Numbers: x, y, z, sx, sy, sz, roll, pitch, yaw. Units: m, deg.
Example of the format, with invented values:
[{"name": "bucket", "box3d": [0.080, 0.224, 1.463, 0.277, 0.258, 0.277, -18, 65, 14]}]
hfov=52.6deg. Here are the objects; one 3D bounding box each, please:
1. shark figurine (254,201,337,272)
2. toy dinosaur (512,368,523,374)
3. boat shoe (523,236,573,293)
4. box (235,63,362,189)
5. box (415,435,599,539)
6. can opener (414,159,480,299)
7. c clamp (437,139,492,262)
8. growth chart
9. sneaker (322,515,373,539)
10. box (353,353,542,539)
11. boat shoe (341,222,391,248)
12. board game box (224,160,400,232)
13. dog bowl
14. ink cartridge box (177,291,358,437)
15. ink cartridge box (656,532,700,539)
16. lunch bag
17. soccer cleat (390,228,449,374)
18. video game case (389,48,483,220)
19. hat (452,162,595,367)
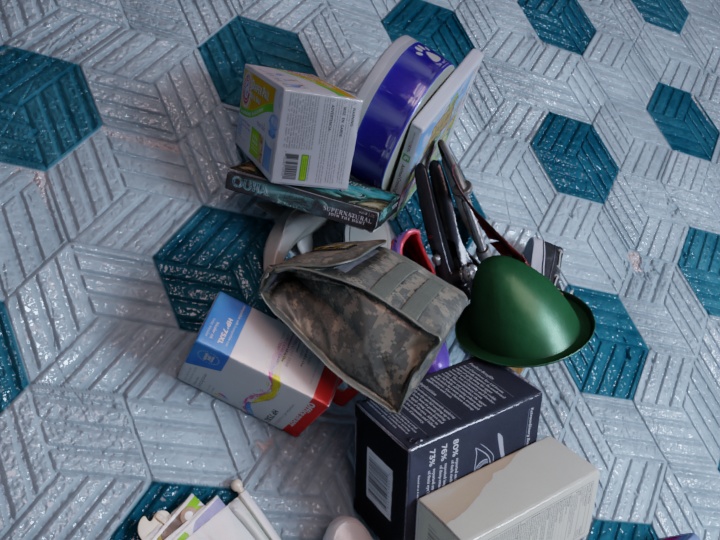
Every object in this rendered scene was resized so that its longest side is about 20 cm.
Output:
[{"name": "shark figurine", "box3d": [-0.087, -0.036, 0.928, 0.126, 0.090, 0.217, 25, 54, -9]}, {"name": "toy dinosaur", "box3d": [0.200, 0.125, 0.980, 0.060, 0.105, 0.204, 0, 106, -41]}, {"name": "boat shoe", "box3d": [0.269, 0.041, 1.061, 0.067, 0.074, 0.202, 14, 48, 0]}, {"name": "box", "box3d": [-0.086, -0.189, 0.934, 0.099, 0.115, 0.200, 2, 21, -24]}, {"name": "box", "box3d": [0.158, 0.265, 0.781, 0.197, 0.097, 0.077, -14, 28, -32]}, {"name": "can opener", "box3d": [0.111, -0.048, 0.990, 0.063, 0.078, 0.204, -26, 103, -42]}, {"name": "c clamp", "box3d": [0.154, -0.081, 1.025, 0.027, 0.202, 0.172, -21, 39, 7]}, {"name": "growth chart", "box3d": [-0.170, 0.305, 0.744, 0.198, 0.018, 0.146, -27, 77, -34]}, {"name": "sneaker", "box3d": [0.021, 0.351, 0.758, 0.077, 0.100, 0.203, -11, 69, -29]}, {"name": "box", "box3d": [0.099, 0.205, 0.830, 0.197, 0.151, 0.104, -14, 27, -32]}, {"name": "boat shoe", "box3d": [0.000, 0.000, 0.963, 0.073, 0.060, 0.203, 13, 56, -26]}, {"name": "board game box", "box3d": [-0.056, -0.101, 0.928, 0.196, 0.029, 0.135, 17, 19, 9]}, {"name": "dog bowl", "box3d": [0.049, -0.213, 1.011, 0.078, 0.201, 0.201, 31, 54, 8]}, {"name": "ink cartridge box", "box3d": [-0.095, 0.118, 0.820, 0.197, 0.116, 0.068, 28, 54, -8]}, {"name": "ink cartridge box", "box3d": [0.369, 0.436, 0.894, 0.197, 0.076, 0.138, -20, 73, -31]}, {"name": "lunch bag", "box3d": [0.002, 0.035, 0.797, 0.198, 0.119, 0.164, 32, 19, 11]}, {"name": "soccer cleat", "box3d": [0.078, 0.043, 0.969, 0.067, 0.073, 0.203, -3, 65, -26]}, {"name": "video game case", "box3d": [0.103, -0.193, 1.043, 0.022, 0.183, 0.201, 30, 53, 10]}, {"name": "hat", "box3d": [0.176, -0.008, 0.870, 0.197, 0.179, 0.166, 8, 34, 33]}]
